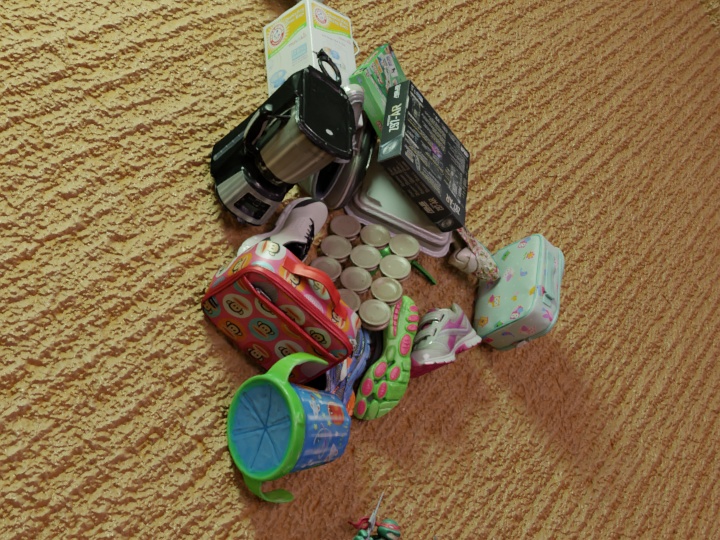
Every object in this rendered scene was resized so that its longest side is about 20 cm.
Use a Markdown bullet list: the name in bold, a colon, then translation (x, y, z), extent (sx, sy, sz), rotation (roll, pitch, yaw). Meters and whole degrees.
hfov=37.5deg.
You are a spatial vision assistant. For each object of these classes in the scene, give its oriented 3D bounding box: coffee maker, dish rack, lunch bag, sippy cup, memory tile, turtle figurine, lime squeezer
- **coffee maker**: translation (-0.108, -0.184, 1.525), extent (0.135, 0.199, 0.193), rotation (46, 35, -15)
- **dish rack**: translation (0.078, -0.128, 1.774), extent (0.199, 0.044, 0.173), rotation (24, 54, -13)
- **lunch bag**: translation (-0.098, 0.054, 1.438), extent (0.200, 0.176, 0.082), rotation (42, 42, -20)
- **sippy cup**: translation (-0.087, 0.209, 1.408), extent (0.130, 0.178, 0.140), rotation (9, 43, -47)
- **memory tile**: translation (0.000, 0.000, 1.628), extent (0.152, 0.017, 0.201), rotation (17, 48, 9)
- **turtle figurine**: translation (0.034, 0.418, 1.464), extent (0.149, 0.101, 0.202), rotation (23, 70, -21)
- **lime squeezer**: translation (0.063, -0.009, 1.752), extent (0.199, 0.038, 0.071), rotation (-2, 73, -48)
- **lunch bag**: translation (0.283, 0.041, 1.868), extent (0.077, 0.160, 0.201), rotation (36, 47, -29)

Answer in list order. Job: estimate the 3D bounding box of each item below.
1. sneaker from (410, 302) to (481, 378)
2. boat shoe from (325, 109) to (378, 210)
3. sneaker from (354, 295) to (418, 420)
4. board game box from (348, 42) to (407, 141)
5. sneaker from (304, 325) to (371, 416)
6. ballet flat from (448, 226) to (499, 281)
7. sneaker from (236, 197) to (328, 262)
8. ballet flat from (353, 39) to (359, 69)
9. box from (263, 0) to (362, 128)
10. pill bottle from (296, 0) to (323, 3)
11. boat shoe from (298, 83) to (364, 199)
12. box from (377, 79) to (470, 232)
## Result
- **sneaker**: translation (0.119, 0.111, 1.727), extent (0.200, 0.081, 0.089), rotation (-25, 89, -58)
- **boat shoe**: translation (-0.003, -0.182, 1.722), extent (0.057, 0.067, 0.202), rotation (30, 65, -36)
- **sneaker**: translation (0.035, 0.136, 1.621), extent (0.076, 0.084, 0.202), rotation (27, 70, -18)
- **board game box**: translation (0.059, -0.255, 1.733), extent (0.201, 0.029, 0.135), rotation (62, 34, -19)
- **sneaker**: translation (-0.040, 0.141, 1.542), extent (0.078, 0.075, 0.201), rotation (34, 48, -27)
- **ballet flat**: translation (0.163, -0.049, 1.860), extent (0.200, 0.076, 0.064), rotation (51, 51, -3)
- **sneaker**: translation (-0.095, -0.042, 1.553), extent (0.200, 0.079, 0.074), rotation (-48, 135, -45)
- **ballet flat**: translation (-0.027, -0.343, 1.785), extent (0.072, 0.072, 0.202), rotation (-9, 77, -48)
- **box**: translation (-0.078, -0.311, 1.690), extent (0.101, 0.112, 0.202), rotation (14, 63, -45)
- **pill bottle**: translation (-0.132, -0.525, 1.739), extent (0.200, 0.111, 0.112), rotation (41, 46, -27)
- **boat shoe**: translation (-0.036, -0.188, 1.605), extent (0.070, 0.201, 0.072), rotation (-11, 55, -40)
- **box**: translation (0.107, -0.182, 1.706), extent (0.200, 0.043, 0.161), rotation (43, 43, -40)
